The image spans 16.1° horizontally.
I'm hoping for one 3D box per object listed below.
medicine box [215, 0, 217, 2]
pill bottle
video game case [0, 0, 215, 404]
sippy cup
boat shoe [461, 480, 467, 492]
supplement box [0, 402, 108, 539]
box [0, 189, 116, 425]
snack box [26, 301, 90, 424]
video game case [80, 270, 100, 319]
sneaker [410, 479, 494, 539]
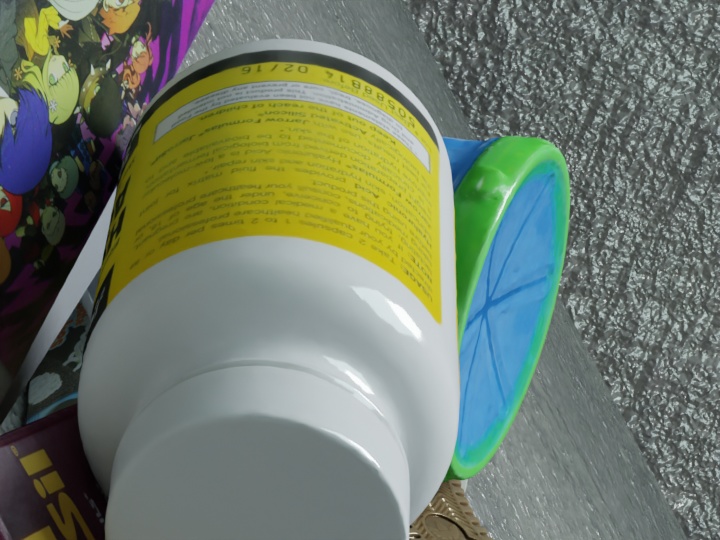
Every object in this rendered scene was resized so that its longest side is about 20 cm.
[{"bbox_3d":[-0.151,-0.170,1.010,0.182,0.103,0.200,50,20,8],"label":"medicine box"},{"bbox_3d":[-0.026,0.021,0.759,0.111,0.111,0.200,57,17,-26],"label":"pill bottle"},{"bbox_3d":[-0.129,-0.076,0.780,0.181,0.036,0.200,59,46,-44],"label":"video game case"},{"bbox_3d":[0.000,0.000,1.004,0.178,0.130,0.140,58,51,-66],"label":"sippy cup"},{"bbox_3d":[-0.015,0.024,1.115,0.060,0.074,0.200,-8,-70,61],"label":"boat shoe"},{"bbox_3d":[-0.097,0.107,0.757,0.111,0.086,0.200,62,10,1],"label":"supplement box"},{"bbox_3d":[-0.143,-0.065,0.830,0.156,0.041,0.200,-61,139,-35],"label":"box"},{"bbox_3d":[-0.088,0.075,1.033,0.116,0.037,0.200,56,11,-24],"label":"snack box"},{"bbox_3d":[-0.075,0.016,1.088,0.182,0.024,0.200,62,11,14],"label":"video game case"},{"bbox_3d":[0.004,0.135,1.020,0.070,0.109,0.200,9,32,-40],"label":"sneaker"}]
